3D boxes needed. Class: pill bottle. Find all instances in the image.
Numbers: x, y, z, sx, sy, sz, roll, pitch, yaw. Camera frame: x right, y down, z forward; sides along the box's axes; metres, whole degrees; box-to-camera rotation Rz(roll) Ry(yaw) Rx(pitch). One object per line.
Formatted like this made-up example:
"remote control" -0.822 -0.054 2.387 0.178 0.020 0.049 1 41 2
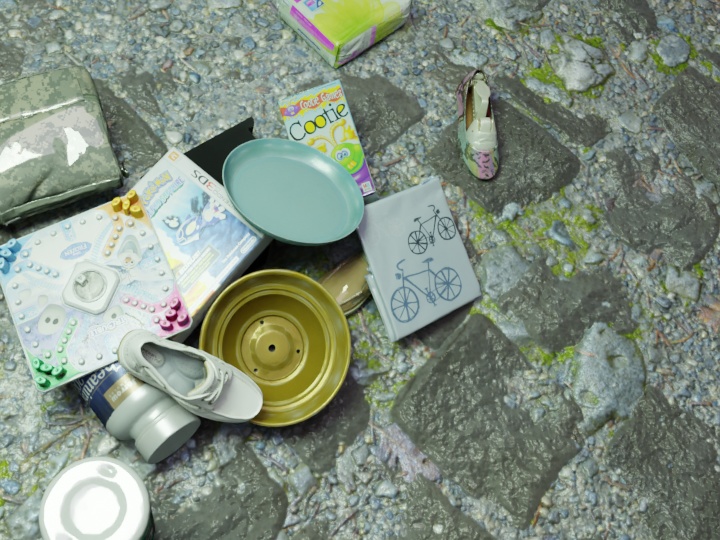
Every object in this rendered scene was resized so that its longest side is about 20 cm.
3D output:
"pill bottle" -0.295 0.141 1.051 0.110 0.111 0.200 -36 75 -25
"pill bottle" -0.288 0.288 0.926 0.111 0.201 0.115 5 62 -9

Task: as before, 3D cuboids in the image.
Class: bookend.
"bookend" -0.182 -0.086 1.203 0.199 0.092 0.199 -35 77 -27

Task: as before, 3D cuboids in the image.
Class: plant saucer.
"plant saucer" -0.092 -0.103 1.116 0.197 0.028 0.202 15 44 -14

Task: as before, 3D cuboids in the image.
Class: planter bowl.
"planter bowl" -0.116 0.104 1.110 0.197 0.083 0.204 1 83 -10

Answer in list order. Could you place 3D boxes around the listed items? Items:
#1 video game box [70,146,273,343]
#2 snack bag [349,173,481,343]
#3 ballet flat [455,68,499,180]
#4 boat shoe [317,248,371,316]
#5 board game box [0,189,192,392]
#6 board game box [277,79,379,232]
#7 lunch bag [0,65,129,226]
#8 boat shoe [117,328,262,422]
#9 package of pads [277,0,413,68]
"video game box" -0.243 -0.035 1.087 0.181 0.047 0.201 37 72 10
"snack bag" 0.078 -0.021 1.204 0.187 0.021 0.203 -24 95 -35
"ballet flat" 0.198 -0.251 1.381 0.068 0.071 0.203 3 63 -12
"boat shoe" 0.000 0.000 1.206 0.199 0.076 0.072 -38 76 -26
"board game box" -0.334 0.018 1.022 0.198 0.026 0.202 -23 72 -12
"board game box" -0.044 -0.165 1.252 0.102 0.105 0.203 -18 67 2
"lunch bag" -0.443 -0.166 1.159 0.197 0.140 0.169 -19 68 -20
"boat shoe" -0.193 0.133 0.989 0.199 0.069 0.072 30 74 -30
"package of pads" -0.021 -0.457 1.440 0.154 0.068 0.199 44 64 12
